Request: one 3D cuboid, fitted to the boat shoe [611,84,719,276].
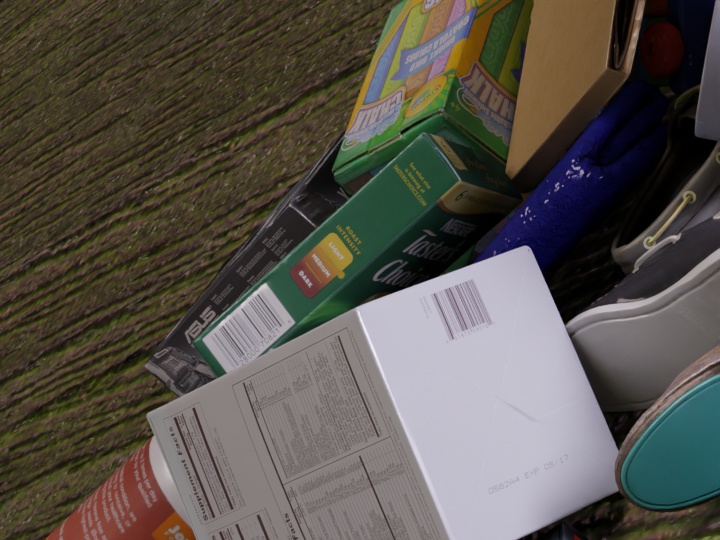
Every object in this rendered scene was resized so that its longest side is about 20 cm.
[{"bbox_3d":[0.211,-0.073,1.577,0.072,0.060,0.202,-8,51,60],"label":"boat shoe"}]

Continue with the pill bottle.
[{"bbox_3d":[-0.122,0.171,1.806,0.200,0.112,0.112,-44,25,23],"label":"pill bottle"}]

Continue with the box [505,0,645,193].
[{"bbox_3d":[0.136,-0.154,1.641,0.200,0.021,0.164,129,154,-66],"label":"box"}]

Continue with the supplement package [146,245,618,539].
[{"bbox_3d":[0.013,0.102,1.527,0.151,0.151,0.200,-19,-6,-44],"label":"supplement package"}]

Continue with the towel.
[{"bbox_3d":[0.111,-0.018,1.635,0.200,0.049,0.148,-51,-1,34],"label":"towel"}]

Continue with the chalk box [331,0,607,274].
[{"bbox_3d":[0.074,-0.091,1.781,0.124,0.124,0.201,-27,36,47],"label":"chalk box"}]

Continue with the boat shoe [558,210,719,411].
[{"bbox_3d":[0.179,0.017,1.501,0.200,0.074,0.060,-38,18,46],"label":"boat shoe"}]

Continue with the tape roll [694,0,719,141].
[{"bbox_3d":[0.235,-0.167,1.483,0.200,0.066,0.202,11,-90,-82],"label":"tape roll"}]

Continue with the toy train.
[{"bbox_3d":[0.190,-0.209,1.666,0.116,0.084,0.201,3,96,63],"label":"toy train"}]

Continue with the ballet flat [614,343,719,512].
[{"bbox_3d":[0.216,0.054,1.409,0.200,0.068,0.067,-39,10,18],"label":"ballet flat"}]

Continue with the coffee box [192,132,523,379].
[{"bbox_3d":[0.000,0.000,1.654,0.200,0.044,0.123,-42,-18,13],"label":"coffee box"}]

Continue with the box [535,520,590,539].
[{"bbox_3d":[0.054,0.235,1.487,0.200,0.035,0.110,-40,27,30],"label":"box"}]

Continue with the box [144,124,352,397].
[{"bbox_3d":[-0.057,-0.011,1.921,0.200,0.050,0.158,-46,4,38],"label":"box"}]
